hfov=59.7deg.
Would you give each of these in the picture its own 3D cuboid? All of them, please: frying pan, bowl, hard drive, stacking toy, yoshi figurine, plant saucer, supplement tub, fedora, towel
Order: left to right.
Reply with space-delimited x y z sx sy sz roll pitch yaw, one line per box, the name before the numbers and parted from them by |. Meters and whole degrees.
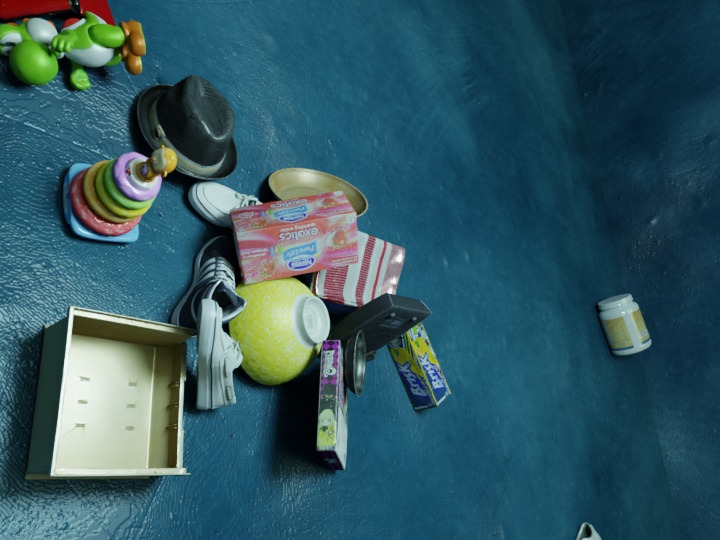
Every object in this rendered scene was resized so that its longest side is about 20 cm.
yoshi figurine | -0.419 -0.310 0.912 0.200 0.112 0.113 -9 122 -27
stacking toy | -0.320 -0.121 0.875 0.110 0.200 0.116 8 68 -48
fedora | -0.270 -0.252 1.049 0.200 0.092 0.201 27 44 -30
bowl | -0.118 0.092 1.067 0.200 0.107 0.201 30 54 -54
plant saucer | -0.085 -0.140 1.228 0.200 0.036 0.200 14 31 -9
frying pan | -0.001 0.149 1.140 0.190 0.031 0.115 -67 156 -66
towel | 0.000 0.000 1.192 0.200 0.023 0.144 18 79 -38
hard drive | 0.023 0.108 1.191 0.135 0.200 0.042 14 48 -47
supplement tub | 0.975 0.200 2.326 0.145 0.144 0.200 -19 89 -52

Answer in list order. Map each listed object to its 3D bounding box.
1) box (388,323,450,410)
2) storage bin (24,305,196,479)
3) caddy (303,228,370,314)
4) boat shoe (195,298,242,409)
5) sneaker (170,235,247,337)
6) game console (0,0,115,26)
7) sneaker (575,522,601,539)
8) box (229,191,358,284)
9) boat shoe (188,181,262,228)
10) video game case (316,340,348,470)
box | 0.122 0.199 1.372 0.070 0.064 0.200 -26 94 -52
storage bin | -0.318 0.172 0.833 0.198 0.094 0.201 18 60 -44
caddy | -0.030 -0.009 1.247 0.200 0.105 0.141 58 40 -14
boat shoe | -0.208 0.123 0.925 0.067 0.200 0.074 0 39 -17
sneaker | -0.223 0.015 1.004 0.070 0.108 0.200 42 45 -31
game console | -0.495 -0.467 0.969 0.172 0.119 0.200 -20 89 -21
sneaker | 0.604 0.768 1.699 0.071 0.073 0.200 56 30 -2
box | -0.111 -0.056 1.058 0.095 0.199 0.103 -119 -157 -55
boat shoe | -0.202 -0.107 1.106 0.200 0.067 0.074 27 55 -41
video game case | -0.045 0.238 1.084 0.200 0.036 0.182 84 7 -65
